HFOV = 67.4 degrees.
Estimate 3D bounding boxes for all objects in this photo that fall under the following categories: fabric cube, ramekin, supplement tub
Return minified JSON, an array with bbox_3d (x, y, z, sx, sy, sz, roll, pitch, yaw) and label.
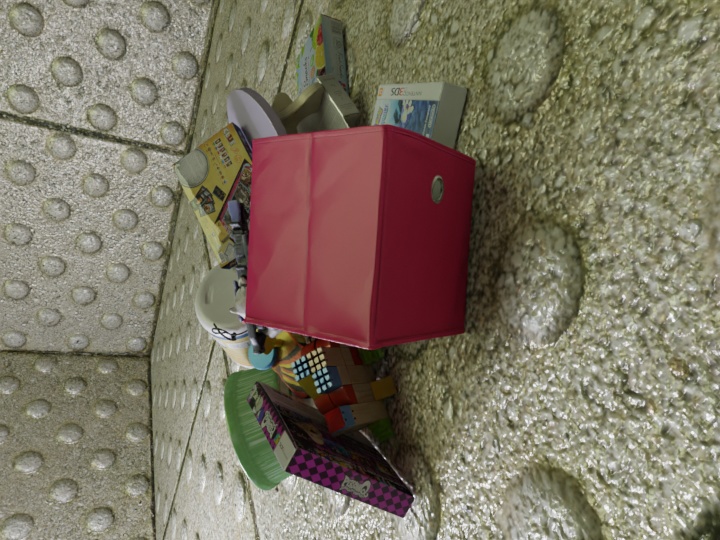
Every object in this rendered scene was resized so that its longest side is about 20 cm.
[{"bbox_3d":[0.002,-0.035,0.614,0.195,0.193,0.207,5,92,38],"label":"fabric cube"},{"bbox_3d":[-0.144,0.254,0.921,0.200,0.095,0.206,-22,-89,-85],"label":"ramekin"},{"bbox_3d":[-0.202,0.089,0.990,0.202,0.140,0.148,73,-177,-56],"label":"supplement tub"}]

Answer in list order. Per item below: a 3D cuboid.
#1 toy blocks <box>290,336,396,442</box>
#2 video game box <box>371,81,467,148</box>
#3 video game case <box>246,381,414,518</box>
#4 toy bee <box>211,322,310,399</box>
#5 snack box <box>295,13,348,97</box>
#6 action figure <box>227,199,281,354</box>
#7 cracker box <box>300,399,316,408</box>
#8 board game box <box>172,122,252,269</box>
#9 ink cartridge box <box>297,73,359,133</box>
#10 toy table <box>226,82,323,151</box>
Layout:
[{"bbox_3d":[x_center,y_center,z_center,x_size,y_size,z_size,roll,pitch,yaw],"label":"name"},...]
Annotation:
[{"bbox_3d":[-0.035,0.138,0.729,0.098,0.136,0.205,-29,69,22],"label":"toy blocks"},{"bbox_3d":[0.061,-0.157,0.762,0.182,0.045,0.207,33,114,63],"label":"video game box"},{"bbox_3d":[-0.044,0.234,0.716,0.036,0.198,0.180,-57,30,-2],"label":"video game case"},{"bbox_3d":[-0.128,0.095,0.807,0.111,0.196,0.131,-61,-2,2],"label":"toy bee"},{"bbox_3d":[-0.079,-0.375,1.078,0.142,0.051,0.207,-37,54,56],"label":"snack box"},{"bbox_3d":[-0.102,-0.002,0.710,0.102,0.193,0.206,0,113,29],"label":"action figure"},{"bbox_3d":[-0.061,0.164,0.914,0.136,0.056,0.204,-60,35,39],"label":"cracker box"},{"bbox_3d":[-0.221,-0.126,0.919,0.133,0.035,0.204,-30,81,9],"label":"board game box"},{"bbox_3d":[-0.054,-0.215,0.984,0.179,0.044,0.201,58,145,14],"label":"ink cartridge box"},{"bbox_3d":[-0.135,-0.241,0.943,0.204,0.115,0.184,60,145,11],"label":"toy table"}]
